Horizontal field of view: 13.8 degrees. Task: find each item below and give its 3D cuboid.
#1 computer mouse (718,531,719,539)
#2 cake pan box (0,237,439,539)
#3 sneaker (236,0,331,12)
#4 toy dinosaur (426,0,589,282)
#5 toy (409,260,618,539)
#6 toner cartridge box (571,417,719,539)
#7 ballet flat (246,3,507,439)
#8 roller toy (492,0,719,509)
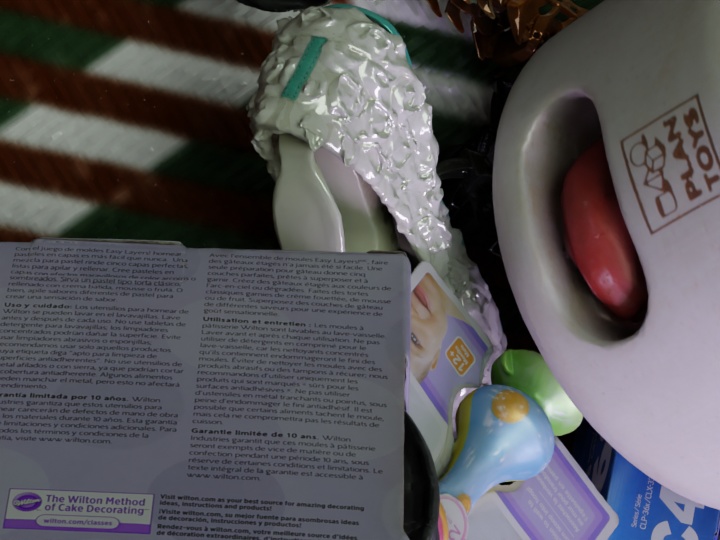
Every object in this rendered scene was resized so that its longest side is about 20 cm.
[{"bbox_3d":[0.102,0.138,1.109,0.059,0.034,0.200,37,75,-18],"label":"computer mouse"},{"bbox_3d":[-0.076,0.061,0.853,0.199,0.185,0.052,1,128,-1],"label":"cake pan box"},{"bbox_3d":[0.002,-0.145,1.034,0.199,0.076,0.116,-6,76,-15],"label":"sneaker"},{"bbox_3d":[0.069,-0.045,1.082,0.200,0.102,0.136,35,60,3],"label":"toy dinosaur"},{"bbox_3d":[0.016,0.092,0.920,0.115,0.047,0.200,53,44,-13],"label":"toy"},{"bbox_3d":[0.088,0.135,1.043,0.043,0.095,0.201,14,69,-3],"label":"toner cartridge box"},{"bbox_3d":[0.000,0.000,1.012,0.072,0.072,0.201,-37,133,-20],"label":"ballet flat"},{"bbox_3d":[0.147,-0.022,0.976,0.182,0.140,0.200,43,44,-16],"label":"roller toy"}]
